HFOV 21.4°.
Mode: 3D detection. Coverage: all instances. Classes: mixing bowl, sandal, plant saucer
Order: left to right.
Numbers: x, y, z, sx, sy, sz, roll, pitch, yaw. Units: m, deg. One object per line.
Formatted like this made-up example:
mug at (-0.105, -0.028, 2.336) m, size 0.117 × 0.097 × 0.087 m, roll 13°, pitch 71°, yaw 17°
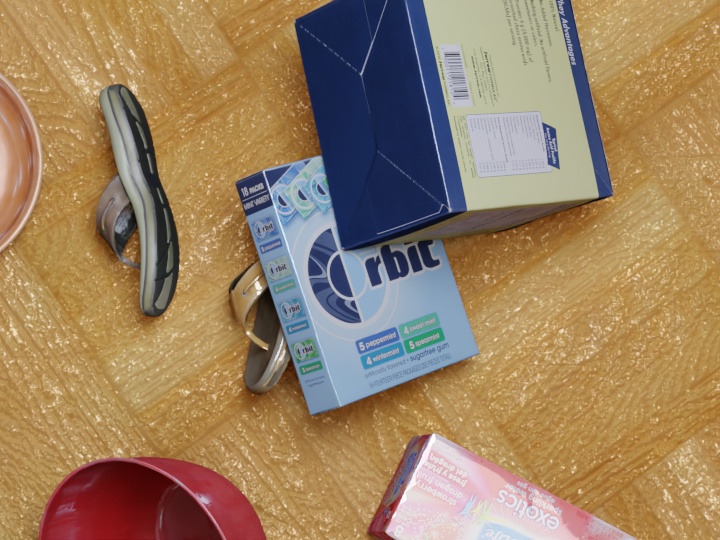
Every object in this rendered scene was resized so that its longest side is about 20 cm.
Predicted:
plant saucer at (-0.366, -0.088, 1.593) m, size 0.199 × 0.037 × 0.201 m, roll 1°, pitch 82°, yaw -8°
sandal at (-0.196, -0.056, 1.603) m, size 0.057 × 0.080 × 0.202 m, roll -16°, pitch 78°, yaw 7°
mixing bowl at (-0.149, 0.230, 1.527) m, size 0.199 × 0.108 × 0.201 m, roll 8°, pitch 107°, yaw 28°
sandal at (-0.082, 0.006, 1.601) m, size 0.054 × 0.080 × 0.201 m, roll 12°, pitch 75°, yaw -20°

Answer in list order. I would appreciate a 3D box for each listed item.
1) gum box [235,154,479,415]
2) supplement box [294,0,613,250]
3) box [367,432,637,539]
gum box at (0.000, 0.000, 1.586) m, size 0.169 × 0.044 × 0.201 m, roll -17°, pitch 88°, yaw -42°
supplement box at (0.079, -0.134, 1.574) m, size 0.199 × 0.134 × 0.201 m, roll -6°, pitch 83°, yaw -43°
box at (0.118, 0.223, 1.592) m, size 0.199 × 0.103 × 0.095 m, roll 28°, pitch 79°, yaw -5°
